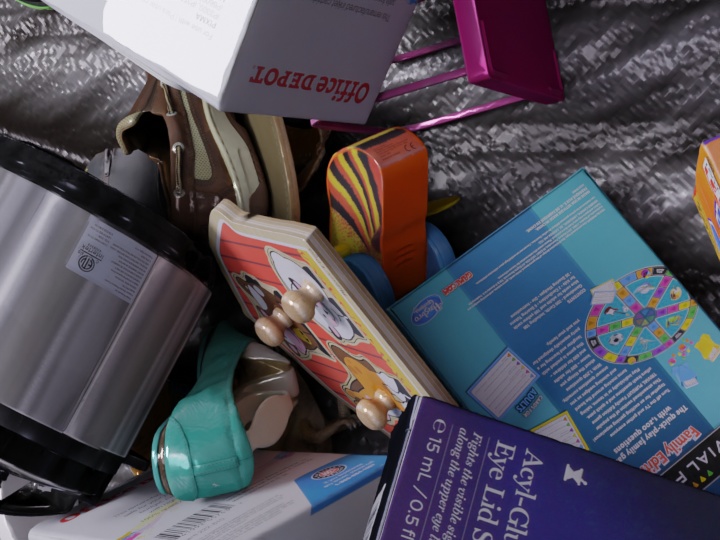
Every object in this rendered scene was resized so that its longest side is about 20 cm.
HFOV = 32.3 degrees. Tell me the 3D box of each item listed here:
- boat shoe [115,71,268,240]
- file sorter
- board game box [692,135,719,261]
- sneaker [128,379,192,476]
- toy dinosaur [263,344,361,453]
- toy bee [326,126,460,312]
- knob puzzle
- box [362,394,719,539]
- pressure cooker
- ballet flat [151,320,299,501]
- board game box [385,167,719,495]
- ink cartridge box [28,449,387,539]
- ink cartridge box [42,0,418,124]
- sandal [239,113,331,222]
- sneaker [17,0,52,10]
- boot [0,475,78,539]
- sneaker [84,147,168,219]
[{"bbox_3d":[-0.125,-0.103,0.818,0.075,0.074,0.203,102,149,-46],"label":"boat shoe"},{"bbox_3d":[0.027,-0.191,0.746,0.124,0.139,0.202,-12,87,26],"label":"file sorter"},{"bbox_3d":[0.286,0.006,0.575,0.198,0.200,0.202,-23,82,12],"label":"board game box"},{"bbox_3d":[-0.156,0.103,0.885,0.200,0.088,0.075,45,73,-4],"label":"sneaker"},{"bbox_3d":[-0.032,0.143,0.842,0.100,0.058,0.203,2,90,41],"label":"toy dinosaur"},{"bbox_3d":[0.000,0.000,0.784,0.108,0.130,0.202,30,117,46],"label":"toy bee"},{"bbox_3d":[-0.028,0.042,0.719,0.219,0.220,0.030,38,72,20],"label":"knob puzzle"},{"bbox_3d":[0.092,0.168,0.586,0.198,0.105,0.149,17,66,1],"label":"box"},{"bbox_3d":[-0.201,0.042,0.739,0.174,0.179,0.202,24,80,13],"label":"pressure cooker"},{"bbox_3d":[-0.073,0.083,0.771,0.070,0.200,0.068,-5,107,5],"label":"ballet flat"},{"bbox_3d":[0.131,0.064,0.714,0.150,0.047,0.201,-34,75,-14],"label":"board game box"},{"bbox_3d":[-0.081,0.169,0.736,0.199,0.144,0.086,-5,102,46],"label":"ink cartridge box"},{"bbox_3d":[-0.046,-0.194,0.626,0.144,0.145,0.202,31,107,25],"label":"ink cartridge box"},{"bbox_3d":[-0.048,-0.114,0.820,0.078,0.069,0.213,110,144,-49],"label":"sandal"},{"bbox_3d":[-0.191,-0.259,0.876,0.200,0.084,0.077,-42,76,21],"label":"sneaker"},{"bbox_3d":[-0.284,0.148,0.951,0.090,0.072,0.202,-32,74,34],"label":"boot"},{"bbox_3d":[-0.208,-0.016,0.910,0.198,0.075,0.107,-16,72,26],"label":"sneaker"}]
